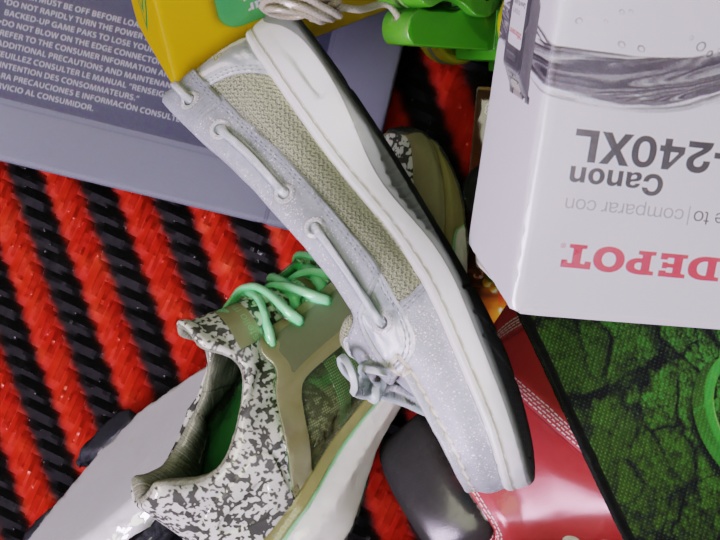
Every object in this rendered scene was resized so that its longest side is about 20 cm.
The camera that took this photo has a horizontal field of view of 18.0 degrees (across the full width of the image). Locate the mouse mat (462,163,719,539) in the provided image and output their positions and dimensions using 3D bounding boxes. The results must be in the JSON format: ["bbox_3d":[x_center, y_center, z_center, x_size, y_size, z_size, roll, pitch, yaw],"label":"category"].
[{"bbox_3d":[0.144,0.021,0.830,0.161,0.008,0.200,-19,67,-12],"label":"mouse mat"}]

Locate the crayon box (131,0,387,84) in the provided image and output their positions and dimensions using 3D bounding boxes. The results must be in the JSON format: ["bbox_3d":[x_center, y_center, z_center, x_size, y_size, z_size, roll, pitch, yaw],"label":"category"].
[{"bbox_3d":[-0.002,-0.180,0.849,0.200,0.173,0.058,-22,46,-10],"label":"crayon box"}]

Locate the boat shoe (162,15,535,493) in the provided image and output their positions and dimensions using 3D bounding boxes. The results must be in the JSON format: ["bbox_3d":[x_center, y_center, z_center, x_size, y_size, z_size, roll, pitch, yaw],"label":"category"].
[{"bbox_3d":[-0.001,-0.001,0.836,0.065,0.074,0.202,-32,77,5],"label":"boat shoe"}]

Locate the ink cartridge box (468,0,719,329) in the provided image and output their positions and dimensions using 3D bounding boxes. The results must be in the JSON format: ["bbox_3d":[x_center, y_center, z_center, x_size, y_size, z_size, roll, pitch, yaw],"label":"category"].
[{"bbox_3d":[0.125,-0.082,0.759,0.145,0.083,0.200,5,106,-10],"label":"ink cartridge box"}]

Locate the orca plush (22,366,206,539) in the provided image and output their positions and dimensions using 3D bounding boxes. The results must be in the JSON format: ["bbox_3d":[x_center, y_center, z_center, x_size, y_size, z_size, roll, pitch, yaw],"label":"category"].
[{"bbox_3d":[-0.095,0.128,0.945,0.071,0.105,0.200,45,72,-26],"label":"orca plush"}]

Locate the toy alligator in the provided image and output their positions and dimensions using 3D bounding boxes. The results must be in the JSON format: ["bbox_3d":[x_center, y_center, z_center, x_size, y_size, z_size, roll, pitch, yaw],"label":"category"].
[{"bbox_3d":[0.046,-0.106,0.865,0.059,0.200,0.054,7,89,50],"label":"toy alligator"}]

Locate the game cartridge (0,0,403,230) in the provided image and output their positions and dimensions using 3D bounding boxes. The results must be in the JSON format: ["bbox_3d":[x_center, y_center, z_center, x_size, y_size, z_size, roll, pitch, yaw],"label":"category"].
[{"bbox_3d":[-0.083,-0.097,0.931,0.200,0.041,0.133,14,96,-12],"label":"game cartridge"}]

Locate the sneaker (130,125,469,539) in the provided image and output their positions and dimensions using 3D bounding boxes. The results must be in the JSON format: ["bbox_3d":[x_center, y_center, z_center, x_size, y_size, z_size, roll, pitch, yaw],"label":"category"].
[{"bbox_3d":[-0.025,0.027,0.881,0.077,0.089,0.200,6,69,52],"label":"sneaker"}]

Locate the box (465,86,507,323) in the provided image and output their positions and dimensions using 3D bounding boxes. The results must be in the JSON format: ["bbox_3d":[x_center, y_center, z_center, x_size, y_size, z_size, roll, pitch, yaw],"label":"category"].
[{"bbox_3d":[0.139,0.003,0.906,0.200,0.039,0.137,5,91,14],"label":"box"}]

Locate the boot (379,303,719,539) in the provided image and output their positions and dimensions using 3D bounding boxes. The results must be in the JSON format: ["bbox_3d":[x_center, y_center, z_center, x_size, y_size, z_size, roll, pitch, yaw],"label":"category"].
[{"bbox_3d":[0.105,0.105,0.864,0.200,0.072,0.144,45,104,16],"label":"boot"}]
